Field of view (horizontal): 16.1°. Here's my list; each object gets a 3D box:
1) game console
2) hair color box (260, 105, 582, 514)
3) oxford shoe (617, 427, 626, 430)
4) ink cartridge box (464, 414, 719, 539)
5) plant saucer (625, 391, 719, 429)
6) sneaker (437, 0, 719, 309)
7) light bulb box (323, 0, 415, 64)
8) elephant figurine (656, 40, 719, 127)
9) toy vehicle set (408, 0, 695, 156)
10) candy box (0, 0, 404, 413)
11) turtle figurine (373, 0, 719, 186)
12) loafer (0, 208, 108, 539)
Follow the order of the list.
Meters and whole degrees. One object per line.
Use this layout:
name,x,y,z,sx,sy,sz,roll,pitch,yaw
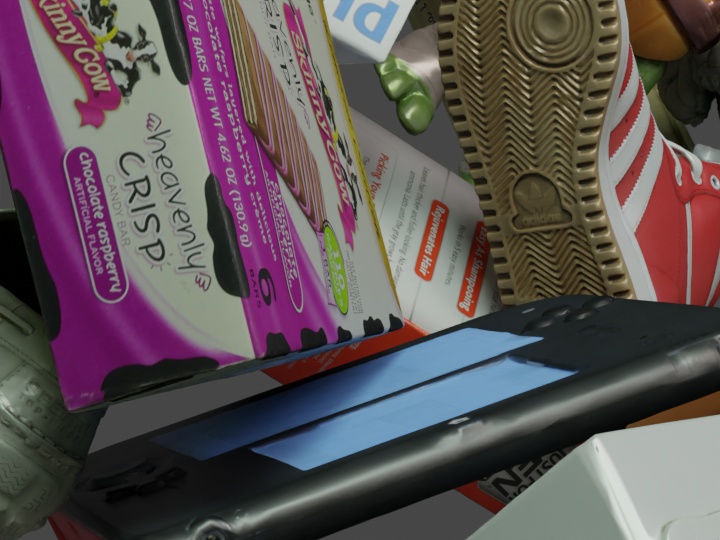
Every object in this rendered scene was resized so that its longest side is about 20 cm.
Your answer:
game console,0.007,0.048,0.781,0.199,0.177,0.031,-19,92,-16
hair color box,0.000,0.000,0.963,0.199,0.061,0.102,32,37,-11
oxford shoe,0.127,0.094,0.962,0.072,0.084,0.201,15,45,-33
ink cartridge box,0.083,0.150,0.752,0.145,0.200,0.145,-5,60,-44
plant saucer,0.140,0.108,0.841,0.037,0.200,0.201,9,46,-40
sneaker,0.088,-0.056,0.935,0.112,0.071,0.202,-33,117,-57
light bulb box,-0.069,-0.174,0.952,0.197,0.125,0.200,29,-4,-15
elephant figurine,0.213,-0.029,1.134,0.154,0.141,0.201,-26,111,-19
toy vehicle set,0.080,-0.108,1.179,0.124,0.027,0.201,9,46,-36
candy box,-0.047,-0.036,0.756,0.200,0.061,0.137,-8,84,-79
turtle figurine,0.113,-0.082,0.995,0.144,0.193,0.201,35,29,-56
loafer,-0.113,0.012,0.798,0.070,0.070,0.200,38,9,-30
